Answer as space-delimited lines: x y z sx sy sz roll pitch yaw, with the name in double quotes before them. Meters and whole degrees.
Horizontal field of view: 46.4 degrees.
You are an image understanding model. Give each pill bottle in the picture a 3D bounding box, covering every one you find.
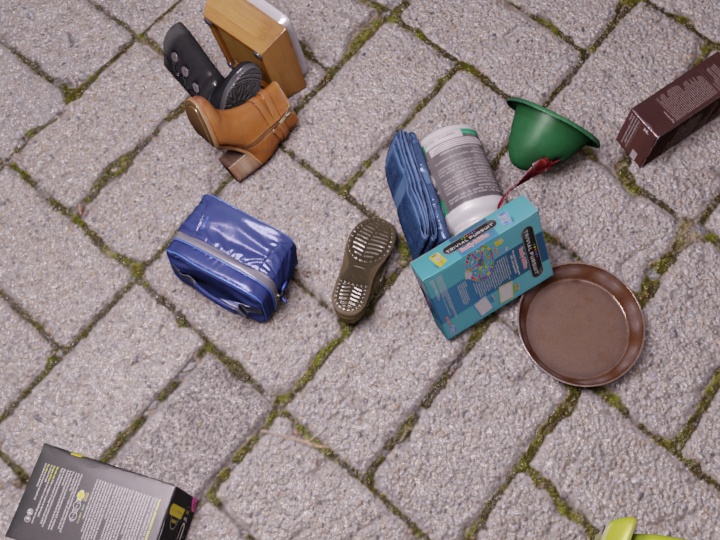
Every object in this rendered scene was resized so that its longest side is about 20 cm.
"pill bottle" 0.169 -0.123 1.356 0.111 0.113 0.202 -17 68 -6

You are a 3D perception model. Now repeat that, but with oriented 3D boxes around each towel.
"towel" 0.084 -0.115 1.354 0.048 0.112 0.203 -10 68 -17

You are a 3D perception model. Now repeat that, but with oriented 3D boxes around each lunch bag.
"lunch bag" -0.194 -0.006 1.303 0.198 0.136 0.133 27 72 10

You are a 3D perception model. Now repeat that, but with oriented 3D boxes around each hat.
"hat" 0.273 -0.169 1.375 0.165 0.198 0.178 33 99 49

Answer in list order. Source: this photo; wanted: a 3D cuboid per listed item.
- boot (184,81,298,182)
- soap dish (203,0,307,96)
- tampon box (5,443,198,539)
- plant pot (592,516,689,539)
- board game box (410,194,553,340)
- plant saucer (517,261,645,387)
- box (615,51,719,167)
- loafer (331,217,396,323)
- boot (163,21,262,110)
"boot" -0.190 -0.255 1.371 0.155 0.200 0.074 -45 59 -8
"soap dish" -0.176 -0.384 1.420 0.157 0.200 0.082 36 82 13
"tampon box" -0.349 0.339 1.162 0.197 0.150 0.128 15 70 7
"plant pot" 0.373 0.442 1.093 0.179 0.200 0.202 22 71 17
"board game box" 0.187 -0.002 1.274 0.198 0.152 0.047 -31 46 -4
"plant saucer" 0.342 0.086 1.314 0.197 0.035 0.203 0 69 1
"box" 0.537 -0.270 1.415 0.199 0.100 0.075 -34 71 -13
"loafer" 0.000 0.000 1.338 0.075 0.068 0.201 23 55 6
"boot" -0.258 -0.350 1.432 0.065 0.165 0.201 -17 64 -41
